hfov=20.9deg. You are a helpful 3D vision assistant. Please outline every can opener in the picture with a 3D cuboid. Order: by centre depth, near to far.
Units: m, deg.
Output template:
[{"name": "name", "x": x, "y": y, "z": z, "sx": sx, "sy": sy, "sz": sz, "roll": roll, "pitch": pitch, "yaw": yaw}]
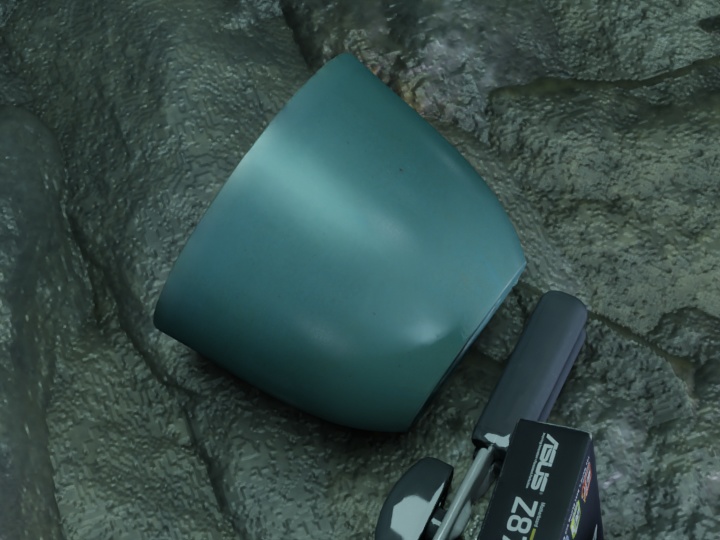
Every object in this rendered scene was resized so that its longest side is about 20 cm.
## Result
[{"name": "can opener", "x": 0.076, "y": 0.097, "z": 1.178, "sx": 0.066, "sy": 0.053, "sz": 0.201, "roll": 26, "pitch": 66, "yaw": 16}]

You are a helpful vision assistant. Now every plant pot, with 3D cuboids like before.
[{"name": "plant pot", "x": 0.000, "y": 0.000, "z": 1.160, "sx": 0.161, "sy": 0.201, "sz": 0.201, "roll": 36, "pitch": 69, "yaw": 5}]

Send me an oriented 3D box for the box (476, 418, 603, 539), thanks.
[{"name": "box", "x": 0.084, "y": 0.206, "z": 1.045, "sx": 0.049, "sy": 0.162, "sz": 0.201, "roll": 10, "pitch": 54, "yaw": 17}]
